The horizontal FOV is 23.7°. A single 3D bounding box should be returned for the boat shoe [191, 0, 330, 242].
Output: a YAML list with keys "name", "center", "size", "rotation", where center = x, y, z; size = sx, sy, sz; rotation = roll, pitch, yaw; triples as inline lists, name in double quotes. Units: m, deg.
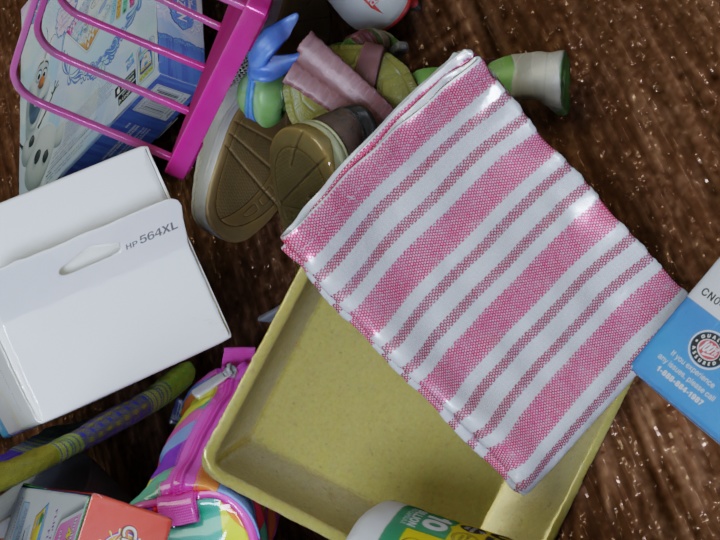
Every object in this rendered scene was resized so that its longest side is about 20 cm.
- name: "boat shoe"
  center: [-0.079, -0.106, 1.159]
  size: [0.069, 0.071, 0.200]
  rotation: [-3, 56, 36]

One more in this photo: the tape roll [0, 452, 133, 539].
- name: "tape roll"
  center: [-0.213, 0.204, 1.032]
  size: [0.200, 0.066, 0.200]
  rotation: [-38, 17, 14]

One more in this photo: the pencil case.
- name: "pencil case"
  center: [-0.080, 0.116, 0.967]
  size: [0.088, 0.088, 0.200]
  rotation: [-38, 12, 15]

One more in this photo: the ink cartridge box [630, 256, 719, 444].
- name: "ink cartridge box"
  center: [0.254, 0.021, 0.832]
  size: [0.200, 0.084, 0.145]
  rotation: [-51, 48, 3]

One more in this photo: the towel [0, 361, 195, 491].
- name: "towel"
  center: [-0.199, 0.110, 0.998]
  size: [0.143, 0.200, 0.023]
  rotation: [-27, 90, 41]

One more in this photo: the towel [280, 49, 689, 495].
- name: "towel"
  center: [0.071, 0.003, 0.897]
  size: [0.146, 0.200, 0.030]
  rotation: [-47, 15, -11]

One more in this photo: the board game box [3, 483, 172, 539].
- name: "board game box"
  center: [-0.155, 0.184, 0.839]
  size: [0.200, 0.040, 0.153]
  rotation: [-14, 58, 70]

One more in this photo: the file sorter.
- name: "file sorter"
  center: [-0.118, -0.187, 1.047]
  size: [0.200, 0.125, 0.139]
  rotation: [-77, 14, -47]

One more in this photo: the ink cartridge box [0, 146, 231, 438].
- name: "ink cartridge box"
  center: [-0.174, 0.017, 1.037]
  size: [0.128, 0.125, 0.200]
  rotation: [-25, 1, -19]

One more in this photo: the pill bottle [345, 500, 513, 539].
- name: "pill bottle"
  center: [0.084, 0.191, 0.822]
  size: [0.200, 0.113, 0.113]
  rotation: [16, 76, 17]

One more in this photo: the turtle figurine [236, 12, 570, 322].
- name: "turtle figurine"
  center: [0.030, -0.079, 1.058]
  size: [0.193, 0.200, 0.144]
  rotation: [5, 39, 15]

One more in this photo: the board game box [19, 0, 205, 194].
- name: "board game box"
  center: [-0.183, -0.162, 1.240]
  size: [0.200, 0.043, 0.199]
  rotation: [-37, 48, 41]

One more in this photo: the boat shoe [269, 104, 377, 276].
- name: "boat shoe"
  center: [0.000, 0.000, 0.989]
  size: [0.065, 0.200, 0.073]
  rotation: [-30, 39, -32]

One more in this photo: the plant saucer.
- name: "plant saucer"
  center: [0.037, 0.059, 0.928]
  size: [0.200, 0.200, 0.048]
  rotation: [-62, 18, -6]

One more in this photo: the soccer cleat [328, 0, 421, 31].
- name: "soccer cleat"
  center: [-0.027, -0.236, 1.173]
  size: [0.069, 0.085, 0.200]
  rotation: [-39, 51, 11]
